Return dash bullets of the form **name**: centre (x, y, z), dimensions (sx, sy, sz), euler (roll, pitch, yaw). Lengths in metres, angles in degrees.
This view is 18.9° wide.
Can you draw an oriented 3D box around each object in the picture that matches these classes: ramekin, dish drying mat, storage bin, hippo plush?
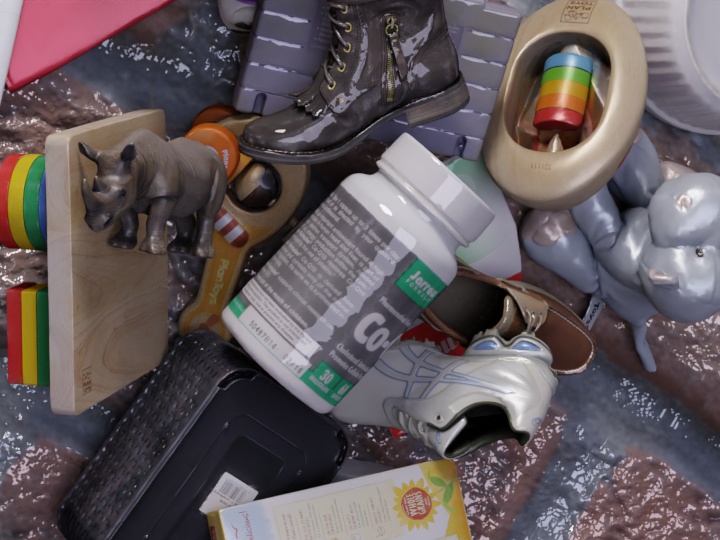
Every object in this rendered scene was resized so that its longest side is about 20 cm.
- **ramekin**: centre (0.316, -0.210, 1.795), dimensions (0.200, 0.105, 0.201), euler (-3, 98, -19)
- **dish drying mat**: centre (-0.199, -0.217, 1.653), dimensions (0.200, 0.018, 0.077), euler (-30, 99, -4)
- **storage bin**: centre (-0.122, 0.165, 1.682), dimensions (0.135, 0.094, 0.200), euler (36, 90, -31)
- **hippo plush**: centre (0.227, -0.016, 1.760), dimensions (0.159, 0.161, 0.200), euler (12, 93, -20)

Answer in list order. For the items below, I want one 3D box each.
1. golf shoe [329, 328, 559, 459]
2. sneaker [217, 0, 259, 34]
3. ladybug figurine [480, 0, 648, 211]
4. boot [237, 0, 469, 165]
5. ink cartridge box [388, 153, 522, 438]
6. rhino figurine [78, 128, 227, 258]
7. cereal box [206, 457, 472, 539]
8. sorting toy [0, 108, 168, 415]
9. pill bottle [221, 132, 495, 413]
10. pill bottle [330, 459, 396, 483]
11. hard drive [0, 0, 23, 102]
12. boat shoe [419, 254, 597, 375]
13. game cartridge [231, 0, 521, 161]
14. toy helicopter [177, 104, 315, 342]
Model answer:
- **golf shoe**: centre (0.054, 0.104, 1.694), dimensions (0.078, 0.200, 0.097), euler (59, 33, -38)
- **sneaker**: centre (-0.013, -0.231, 1.698), dimensions (0.200, 0.081, 0.084), euler (-3, 92, -18)
- **ladybug figurine**: centre (0.168, -0.131, 1.747), dimensions (0.072, 0.136, 0.200), euler (56, 46, -55)
- **boot**: centre (-0.013, -0.182, 1.597), dimensions (0.200, 0.069, 0.174), euler (-20, 119, -12)
- **ink cartridge box**: centre (0.061, 0.019, 1.770), dimensions (0.161, 0.050, 0.200), euler (-27, 103, -13)
- **rhino figurine**: centre (-0.153, -0.057, 1.553), dimensions (0.060, 0.200, 0.088), euler (8, 91, 22)
- **cereal box**: centre (-0.008, 0.232, 1.655), dimensions (0.200, 0.040, 0.144), euler (-10, 85, -22)
- **sorting toy**: centre (-0.208, -0.013, 1.606), dimensions (0.069, 0.200, 0.199), euler (3, 100, 14)
- **pill bottle**: centre (0.000, 0.000, 1.630), dimensions (0.113, 0.113, 0.200), euler (42, 92, -19)
- **pill bottle**: centre (-0.011, 0.257, 1.741), dimensions (0.112, 0.112, 0.200), euler (7, 94, -19)
- **hard drive**: centre (-0.337, -0.126, 1.618), dimensions (0.132, 0.027, 0.200), euler (13, 92, -11)
- **boat shoe**: centre (0.108, 0.041, 1.733), dimensions (0.200, 0.072, 0.076), euler (22, 98, -23)
- **game cartridge**: centre (0.013, -0.165, 1.664), dimensions (0.200, 0.038, 0.130), euler (12, 107, -14)
- **toy helicopter**: centre (-0.090, -0.024, 1.695), dimensions (0.132, 0.079, 0.200), euler (17, 108, -2)
